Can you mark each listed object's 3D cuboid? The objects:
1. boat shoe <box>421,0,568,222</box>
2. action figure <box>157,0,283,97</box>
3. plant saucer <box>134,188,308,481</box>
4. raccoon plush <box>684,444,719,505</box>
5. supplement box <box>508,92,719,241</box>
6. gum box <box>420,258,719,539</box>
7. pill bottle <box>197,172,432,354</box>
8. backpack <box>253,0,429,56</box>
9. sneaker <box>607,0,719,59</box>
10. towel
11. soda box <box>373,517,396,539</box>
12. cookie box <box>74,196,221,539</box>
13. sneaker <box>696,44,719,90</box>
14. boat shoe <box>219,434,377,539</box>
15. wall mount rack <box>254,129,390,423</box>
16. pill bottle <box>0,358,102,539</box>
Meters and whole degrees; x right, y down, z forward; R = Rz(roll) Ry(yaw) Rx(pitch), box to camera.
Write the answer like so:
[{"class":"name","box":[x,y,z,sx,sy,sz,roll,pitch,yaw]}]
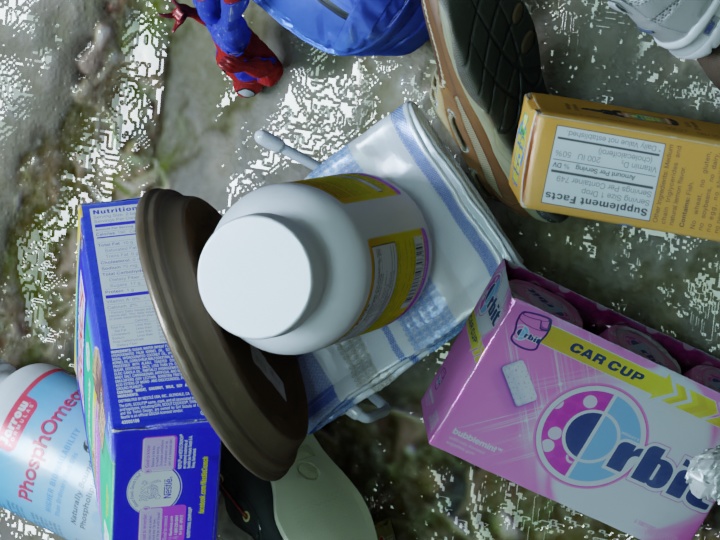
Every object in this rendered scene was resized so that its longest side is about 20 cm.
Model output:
[{"class":"boat shoe","box":[0.078,-0.112,1.696,0.074,0.076,0.201,6,133,41]},{"class":"action figure","box":[-0.091,-0.161,1.741,0.052,0.200,0.065,-44,69,-5]},{"class":"plant saucer","box":[-0.082,0.036,1.658,0.029,0.200,0.201,-24,87,11]},{"class":"raccoon plush","box":[0.294,0.066,1.601,0.097,0.200,0.135,26,120,32]},{"class":"supplement box","box":[0.196,-0.060,1.646,0.199,0.067,0.069,12,104,-5]},{"class":"gum box","box":[0.153,0.091,1.685,0.199,0.066,0.114,25,109,-14]},{"class":"pill bottle","box":[-0.031,-0.004,1.620,0.104,0.200,0.105,2,95,18]},{"class":"backpack","box":[0.001,-0.242,1.699,0.163,0.168,0.200,45,115,20]},{"class":"sneaker","box":[0.215,-0.235,1.624,0.075,0.082,0.201,15,86,57]},{"class":"towel","box":[0.000,0.000,1.733,0.200,0.024,0.147,-36,82,22]},{"class":"soda box","box":[-0.067,0.231,1.846,0.199,0.064,0.068,-17,89,24]},{"class":"cookie box","box":[-0.142,0.080,1.730,0.075,0.201,0.172,-4,137,-10]},{"class":"sneaker","box":[0.283,-0.190,1.632,0.200,0.070,0.076,-45,73,21]},{"class":"boat shoe","box":[-0.051,0.154,1.781,0.202,0.073,0.063,57,134,27]},{"class":"wall mount rack","box":[-0.021,0.002,1.790,0.174,0.074,0.200,39,109,17]},{"class":"pill bottle","box":[-0.205,0.133,1.869,0.199,0.109,0.109,23,106,19]}]
